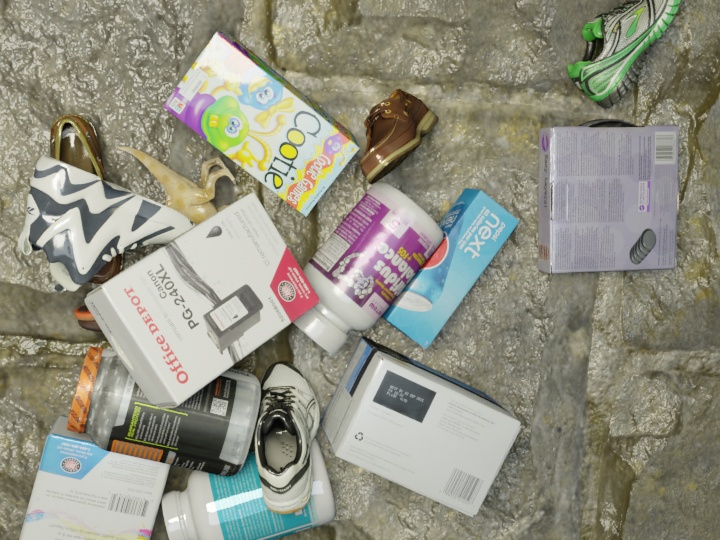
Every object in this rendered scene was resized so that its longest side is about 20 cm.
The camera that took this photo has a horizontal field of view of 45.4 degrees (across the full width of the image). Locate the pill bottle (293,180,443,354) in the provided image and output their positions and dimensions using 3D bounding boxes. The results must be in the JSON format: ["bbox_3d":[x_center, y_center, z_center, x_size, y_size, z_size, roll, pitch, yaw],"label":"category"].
[{"bbox_3d":[0.000,0.000,1.044,0.112,0.112,0.200,40,88,-14],"label":"pill bottle"}]

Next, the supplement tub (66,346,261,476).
[{"bbox_3d":[-0.223,0.156,0.983,0.199,0.123,0.123,16,94,-14],"label":"supplement tub"}]

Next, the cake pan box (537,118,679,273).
[{"bbox_3d":[0.325,-0.098,1.132,0.183,0.052,0.202,-4,98,-13],"label":"cake pan box"}]

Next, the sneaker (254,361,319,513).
[{"bbox_3d":[-0.086,0.177,1.008,0.075,0.201,0.088,-8,137,-2],"label":"sneaker"}]

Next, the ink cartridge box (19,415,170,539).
[{"bbox_3d":[-0.321,0.293,1.028,0.143,0.085,0.202,16,93,-13],"label":"ink cartridge box"}]

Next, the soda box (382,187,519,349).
[{"bbox_3d":[0.109,-0.004,1.091,0.068,0.064,0.201,37,88,-14],"label":"soda box"}]

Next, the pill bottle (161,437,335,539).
[{"bbox_3d":[-0.137,0.279,1.051,0.198,0.111,0.112,-14,100,-10],"label":"pill bottle"}]

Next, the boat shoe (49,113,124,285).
[{"bbox_3d":[-0.321,-0.077,0.988,0.071,0.068,0.202,-14,100,-10],"label":"boat shoe"}]

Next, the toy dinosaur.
[{"bbox_3d":[-0.195,-0.088,1.020,0.101,0.058,0.201,-37,103,-4],"label":"toy dinosaur"}]

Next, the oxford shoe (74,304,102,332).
[{"bbox_3d":[-0.241,0.079,1.027,0.198,0.071,0.073,9,102,-12],"label":"oxford shoe"}]

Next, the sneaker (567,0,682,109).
[{"bbox_3d":[0.338,-0.313,1.093,0.085,0.078,0.201,29,91,-13],"label":"sneaker"}]

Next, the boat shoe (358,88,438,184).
[{"bbox_3d":[0.032,-0.160,1.001,0.072,0.200,0.068,-39,99,30],"label":"boat shoe"}]

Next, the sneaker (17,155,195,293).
[{"bbox_3d":[-0.279,-0.029,0.937,0.199,0.079,0.130,24,89,-49],"label":"sneaker"}]

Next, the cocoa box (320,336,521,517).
[{"bbox_3d":[0.070,0.190,1.073,0.199,0.131,0.134,26,92,-14],"label":"cocoa box"}]

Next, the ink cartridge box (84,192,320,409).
[{"bbox_3d":[-0.167,0.032,0.920,0.200,0.083,0.146,-36,100,-29],"label":"ink cartridge box"}]

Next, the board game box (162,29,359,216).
[{"bbox_3d":[-0.111,-0.172,0.994,0.200,0.103,0.105,37,100,-14],"label":"board game box"}]
